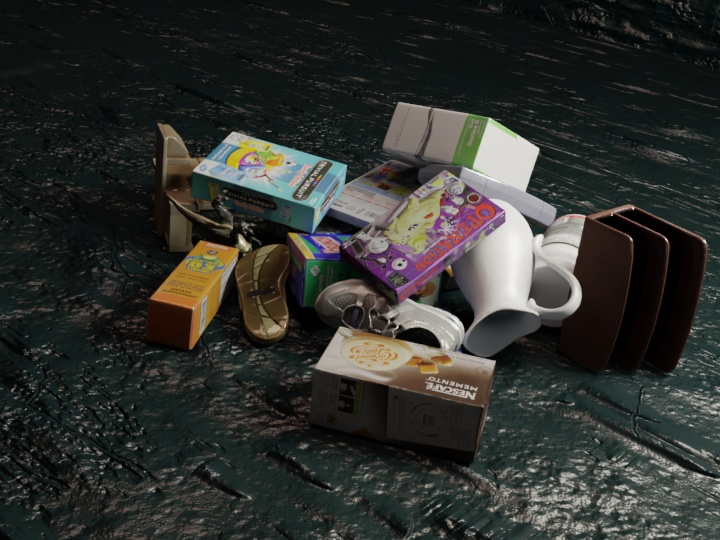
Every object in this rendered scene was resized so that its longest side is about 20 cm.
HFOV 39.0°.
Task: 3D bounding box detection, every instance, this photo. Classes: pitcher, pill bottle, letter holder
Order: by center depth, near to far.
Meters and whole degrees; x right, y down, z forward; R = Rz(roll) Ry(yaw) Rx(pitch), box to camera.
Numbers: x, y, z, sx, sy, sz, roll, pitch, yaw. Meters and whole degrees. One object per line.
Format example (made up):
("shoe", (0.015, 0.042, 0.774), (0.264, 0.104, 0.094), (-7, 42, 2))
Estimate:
("letter holder", (0.362, 0.037, 1.353), (0.100, 0.203, 0.142), (-14, 33, -37))
("pitcher", (0.207, -0.003, 1.385), (0.169, 0.121, 0.202), (-17, 51, 18))
("pill bottle", (0.305, 0.001, 1.516), (0.112, 0.115, 0.200), (15, 27, 17))

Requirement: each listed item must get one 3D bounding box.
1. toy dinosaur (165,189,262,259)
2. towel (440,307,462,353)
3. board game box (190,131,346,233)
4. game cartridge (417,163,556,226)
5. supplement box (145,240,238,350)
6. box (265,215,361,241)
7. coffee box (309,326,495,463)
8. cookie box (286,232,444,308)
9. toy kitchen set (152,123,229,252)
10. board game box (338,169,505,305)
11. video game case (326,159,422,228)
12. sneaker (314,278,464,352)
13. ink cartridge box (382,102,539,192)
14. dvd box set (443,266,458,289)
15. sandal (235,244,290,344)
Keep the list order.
("toy dinosaur", (-0.197, -0.064, 1.491), (0.199, 0.088, 0.048), (36, 52, -6))
("towel", (0.066, 0.092, 1.373), (0.142, 0.024, 0.201), (5, 26, -6))
("board game box", (-0.138, -0.139, 1.559), (0.197, 0.047, 0.151), (17, 34, 10))
("game cartridge", (0.200, -0.114, 1.568), (0.198, 0.041, 0.133), (19, -6, -31))
("supplement box", (-0.225, 0.029, 1.381), (0.066, 0.070, 0.200), (12, 24, 6))
("box", (-0.032, -0.078, 1.665), (0.198, 0.050, 0.157), (-15, 34, -39))
("coffee box", (0.051, 0.143, 1.197), (0.197, 0.081, 0.115), (12, 26, 11))
("cookie box", (0.000, 0.000, 1.449), (0.197, 0.076, 0.171), (1, 14, -13))
("toy kitchen set", (-0.238, -0.149, 1.631), (0.178, 0.165, 0.200), (-2, 27, -19))
("board game box", (0.083, -0.048, 1.349), (0.199, 0.033, 0.120), (-36, 57, -23))
("video game case", (0.044, -0.119, 1.615), (0.142, 0.018, 0.199), (22, 38, 34))
("sneaker", (0.035, 0.066, 1.304), (0.197, 0.076, 0.082), (13, 22, 7))
("ink cartridge box", (0.156, -0.193, 1.608), (0.199, 0.085, 0.145), (20, 0, 44))
("dvd box set", (0.145, -0.054, 1.619), (0.145, 0.030, 0.201), (-9, 45, -32))
("sandal", (-0.131, 0.037, 1.409), (0.079, 0.055, 0.201), (-9, 41, -1))
